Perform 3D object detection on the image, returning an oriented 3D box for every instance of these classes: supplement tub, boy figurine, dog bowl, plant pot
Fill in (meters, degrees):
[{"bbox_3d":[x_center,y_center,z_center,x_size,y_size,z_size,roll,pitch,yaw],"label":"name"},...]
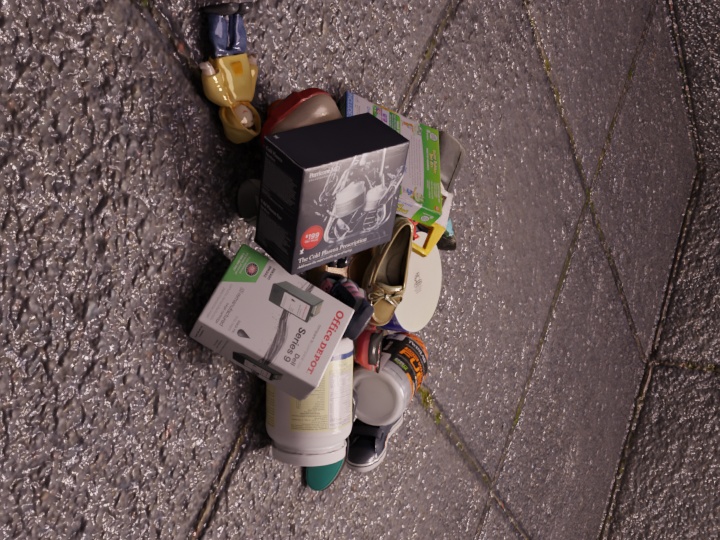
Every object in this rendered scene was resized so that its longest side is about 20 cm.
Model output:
[{"bbox_3d":[-0.084,0.204,1.447,0.145,0.144,0.201,-10,103,-56],"label":"supplement tub"},{"bbox_3d":[-0.189,-0.286,1.288,0.124,0.064,0.201,-22,110,-57],"label":"boy figurine"},{"bbox_3d":[0.080,0.019,1.732,0.200,0.078,0.201,-13,106,-56],"label":"dog bowl"},{"bbox_3d":[0.054,0.196,1.662,0.200,0.122,0.123,-44,131,-62],"label":"supplement tub"},{"bbox_3d":[0.000,0.000,1.577,0.199,0.027,0.201,-4,97,-30],"label":"plant pot"}]

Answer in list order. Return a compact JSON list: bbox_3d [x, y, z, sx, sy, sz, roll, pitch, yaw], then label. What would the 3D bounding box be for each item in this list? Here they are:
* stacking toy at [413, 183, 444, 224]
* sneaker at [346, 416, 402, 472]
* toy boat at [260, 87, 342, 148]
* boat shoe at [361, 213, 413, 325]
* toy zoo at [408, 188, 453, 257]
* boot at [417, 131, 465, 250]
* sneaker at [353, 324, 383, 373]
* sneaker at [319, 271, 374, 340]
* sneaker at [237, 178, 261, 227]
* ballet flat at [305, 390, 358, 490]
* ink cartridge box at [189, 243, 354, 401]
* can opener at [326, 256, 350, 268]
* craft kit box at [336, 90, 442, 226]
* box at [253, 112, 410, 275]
[{"bbox_3d":[0.051,-0.112,1.658,0.200,0.146,0.147,-41,130,-23],"label":"stacking toy"},{"bbox_3d":[0.023,0.298,1.690,0.200,0.078,0.080,-51,140,-56],"label":"sneaker"},{"bbox_3d":[-0.099,-0.219,1.387,0.130,0.131,0.200,-40,153,-5],"label":"toy boat"},{"bbox_3d":[0.051,0.004,1.538,0.073,0.063,0.202,13,102,-16],"label":"boat shoe"},{"bbox_3d":[0.085,-0.113,1.587,0.199,0.020,0.132,30,71,-16],"label":"toy zoo"},{"bbox_3d":[0.179,-0.166,1.880,0.182,0.072,0.201,54,45,-48],"label":"boot"},{"bbox_3d":[-0.010,0.132,1.521,0.200,0.086,0.074,-169,-95,-84],"label":"sneaker"},{"bbox_3d":[-0.032,0.054,1.443,0.082,0.200,0.070,36,94,-13],"label":"sneaker"},{"bbox_3d":[-0.132,-0.101,1.412,0.200,0.070,0.081,42,45,-54],"label":"sneaker"},{"bbox_3d":[-0.047,0.296,1.576,0.073,0.073,0.201,-7,117,-56],"label":"ballet flat"},{"bbox_3d":[-0.129,0.078,1.312,0.199,0.084,0.146,30,61,-7],"label":"ink cartridge box"},{"bbox_3d":[-0.048,-0.100,1.501,0.063,0.079,0.201,0,76,-17],"label":"can opener"},{"bbox_3d":[0.049,-0.196,1.539,0.197,0.049,0.201,18,52,-22],"label":"craft kit box"},{"bbox_3d":[-0.044,-0.117,1.318,0.199,0.104,0.183,-21,135,-35],"label":"box"}]
